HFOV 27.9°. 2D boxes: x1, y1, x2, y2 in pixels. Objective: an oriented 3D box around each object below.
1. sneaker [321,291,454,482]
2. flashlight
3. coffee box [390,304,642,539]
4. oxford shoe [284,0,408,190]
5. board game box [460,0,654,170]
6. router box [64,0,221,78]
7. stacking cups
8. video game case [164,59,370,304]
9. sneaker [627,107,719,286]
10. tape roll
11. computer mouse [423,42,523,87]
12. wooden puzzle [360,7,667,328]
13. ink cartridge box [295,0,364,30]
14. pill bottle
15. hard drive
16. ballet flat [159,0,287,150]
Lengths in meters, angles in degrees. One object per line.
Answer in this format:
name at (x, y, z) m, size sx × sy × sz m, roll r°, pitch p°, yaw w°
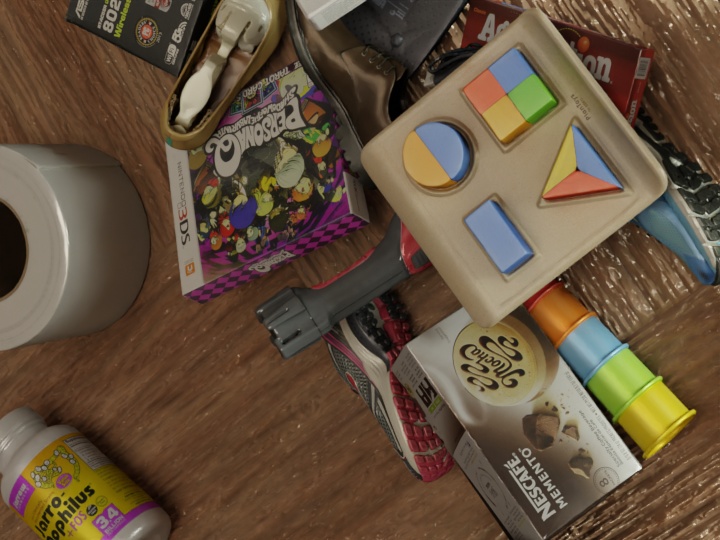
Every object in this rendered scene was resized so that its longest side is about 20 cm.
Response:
sneaker at (0.027, 0.103, 1.327) m, size 0.075 × 0.080 × 0.201 m, roll -46°, pitch 60°, yaw 39°
flashlight at (0.000, 0.000, 1.285) m, size 0.199 × 0.068 × 0.068 m, roll -32°, pitch 82°, yaw -7°
coffee box at (0.131, 0.127, 1.244) m, size 0.113 × 0.080 × 0.201 m, roll -31°, pitch 77°, yaw -18°
oxford shoe at (0.001, -0.180, 1.288) m, size 0.084 × 0.073 × 0.201 m, roll -26°, pitch 96°, yaw 28°
board game box at (0.155, -0.160, 1.224) m, size 0.199 × 0.019 × 0.104 m, roll 29°, pitch 112°, yaw 45°
router box at (-0.186, -0.304, 1.404) m, size 0.149 × 0.062 × 0.201 m, roll 28°, pitch 106°, yaw 23°
stacking cups at (0.201, 0.067, 1.251) m, size 0.061 × 0.060 × 0.200 m, roll -48°, pitch 69°, yaw 22°
video game case at (-0.092, -0.088, 1.355) m, size 0.199 × 0.036 × 0.183 m, roll -24°, pitch 61°, yaw 27°
sneaker at (0.237, -0.061, 1.217) m, size 0.200 × 0.078 × 0.090 m, roll 53°, pitch 124°, yaw 23°
tape roll at (-0.332, -0.027, 1.458) m, size 0.201 × 0.139 × 0.205 m, roll 3°, pitch 96°, yaw 27°
computer mouse at (0.109, -0.097, 1.230) m, size 0.138 × 0.052 × 0.202 m, roll -7°, pitch 93°, yaw 52°
wooden puzzle at (0.116, -0.081, 1.167) m, size 0.200 × 0.046 × 0.186 m, roll -39°, pitch 79°, yaw 18°
ink cartridge box at (-0.001, -0.334, 1.243) m, size 0.199 × 0.045 × 0.177 m, roll -32°, pitch 77°, yaw 6°
pill bottle at (-0.295, 0.229, 1.479) m, size 0.200 × 0.104 × 0.105 m, roll 38°, pitch 109°, yaw 19°
hard drive at (0.053, -0.286, 1.297) m, size 0.135 × 0.042 × 0.201 m, roll 39°, pitch 111°, yaw 18°
ballet flat at (-0.124, -0.201, 1.357) m, size 0.068 × 0.063 × 0.201 m, roll 28°, pitch 92°, yaw 1°
